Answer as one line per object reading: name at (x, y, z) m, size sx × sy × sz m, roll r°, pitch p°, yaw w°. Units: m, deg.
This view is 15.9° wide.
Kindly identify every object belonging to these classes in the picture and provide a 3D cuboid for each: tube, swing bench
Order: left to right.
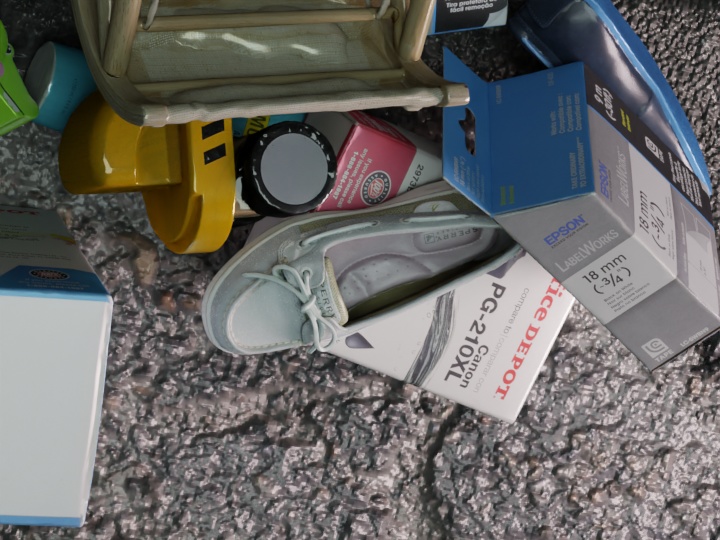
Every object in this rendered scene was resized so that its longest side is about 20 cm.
tube at (-0.115, -0.091, 1.632) m, size 0.200 × 0.050 × 0.077 m, roll 17°, pitch 108°, yaw -26°
swing bench at (-0.048, -0.190, 1.429) m, size 0.199 × 0.130 × 0.200 m, roll -5°, pitch 111°, yaw -27°

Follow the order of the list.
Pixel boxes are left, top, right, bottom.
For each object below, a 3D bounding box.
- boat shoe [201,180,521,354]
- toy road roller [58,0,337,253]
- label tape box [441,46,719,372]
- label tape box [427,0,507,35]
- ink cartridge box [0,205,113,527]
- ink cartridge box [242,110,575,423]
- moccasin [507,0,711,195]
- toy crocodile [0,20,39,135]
boat shoe at (0.001, 0.001, 1.571) m, size 0.202 × 0.065 × 0.074 m, roll -18°, pitch 112°, yaw -13°
toy road roller at (-0.105, -0.110, 1.544) m, size 0.146 × 0.123 × 0.200 m, roll -4°, pitch 89°, yaw -23°
label tape box at (0.138, -0.054, 1.591) m, size 0.063 × 0.144 × 0.200 m, roll -34°, pitch 120°, yaw 25°
label tape box at (0.019, -0.242, 1.586) m, size 0.143 × 0.066 × 0.200 m, roll -8°, pitch 127°, yaw -13°
ink cartridge box at (-0.244, 0.050, 1.546) m, size 0.147 × 0.200 × 0.146 m, roll 4°, pitch 105°, yaw -17°
ink cartridge box at (0.037, -0.006, 1.665) m, size 0.200 × 0.084 × 0.145 m, roll 22°, pitch 99°, yaw -26°
moccasin at (0.162, -0.116, 1.683) m, size 0.068 × 0.080 × 0.200 m, roll -29°, pitch 121°, yaw 15°
toy crocodile at (-0.266, -0.165, 1.553) m, size 0.200 × 0.067 × 0.062 m, roll 50°, pitch 43°, yaw -14°
